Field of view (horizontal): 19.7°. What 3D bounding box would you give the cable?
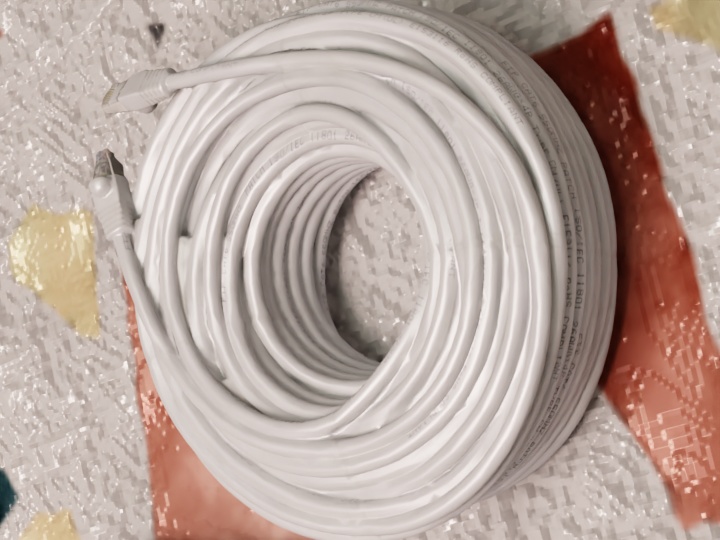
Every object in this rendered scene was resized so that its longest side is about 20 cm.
[{"bbox_3d":[0.000,0.000,0.769,0.200,0.069,0.200,-18,80,35],"label":"cable"}]
